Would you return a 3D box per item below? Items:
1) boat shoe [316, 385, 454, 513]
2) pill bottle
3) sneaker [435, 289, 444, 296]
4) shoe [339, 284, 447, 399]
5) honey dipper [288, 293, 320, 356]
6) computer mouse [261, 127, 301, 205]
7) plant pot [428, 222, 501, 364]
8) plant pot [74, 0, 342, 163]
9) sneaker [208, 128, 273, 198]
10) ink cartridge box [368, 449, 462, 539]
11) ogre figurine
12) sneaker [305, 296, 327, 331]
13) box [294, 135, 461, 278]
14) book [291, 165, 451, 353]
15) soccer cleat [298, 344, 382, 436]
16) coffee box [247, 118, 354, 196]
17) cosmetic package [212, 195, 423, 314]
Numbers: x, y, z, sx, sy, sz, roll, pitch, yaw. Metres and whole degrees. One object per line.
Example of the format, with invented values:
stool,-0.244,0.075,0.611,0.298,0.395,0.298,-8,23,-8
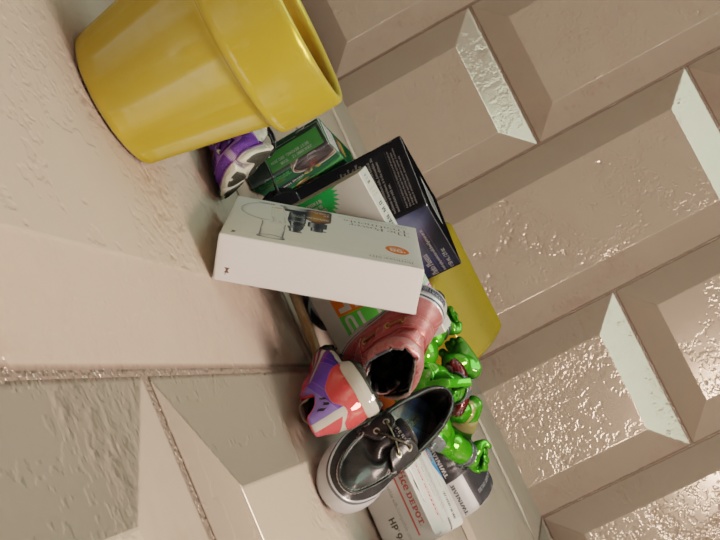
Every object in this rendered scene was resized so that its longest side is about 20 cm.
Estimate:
boat shoe,0.033,0.169,1.007,0.070,0.066,0.199,52,39,12
pill bottle,0.090,0.227,1.349,0.202,0.105,0.106,61,8,-16
sneaker,0.034,0.059,1.284,0.199,0.073,0.088,-2,105,-52
shoe,0.018,0.101,1.074,0.071,0.200,0.092,34,46,-6
honey dipper,-0.068,0.050,1.161,0.038,0.037,0.203,22,46,-78
computer mouse,-0.113,-0.108,1.271,0.203,0.058,0.034,68,-22,-1
plant pot,0.087,0.077,1.555,0.202,0.198,0.177,61,17,-13
plant pot,-0.140,-0.196,0.903,0.203,0.187,0.201,60,8,-15
sneaker,-0.154,-0.145,1.147,0.083,0.081,0.200,42,8,-20
ink cartridge box,0.050,0.252,1.140,0.117,0.067,0.200,64,7,16
ogre figurine,0.103,0.144,1.241,0.119,0.097,0.204,10,85,-54
sneaker,-0.017,0.054,1.341,0.200,0.074,0.088,52,9,-52
box,0.014,-0.051,1.405,0.200,0.196,0.125,48,19,-60
book,0.000,0.000,1.138,0.202,0.132,0.048,59,30,-10
soccer cleat,-0.037,0.124,1.032,0.069,0.072,0.200,61,-11,-8
coffee box,-0.077,-0.139,1.381,0.045,0.122,0.200,62,6,10
cosmetic package,-0.039,-0.018,1.014,0.151,0.196,0.053,-90,-169,-70
